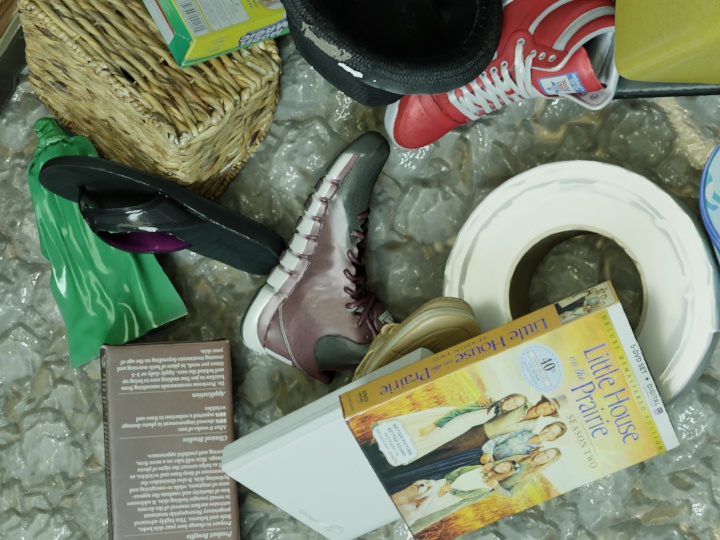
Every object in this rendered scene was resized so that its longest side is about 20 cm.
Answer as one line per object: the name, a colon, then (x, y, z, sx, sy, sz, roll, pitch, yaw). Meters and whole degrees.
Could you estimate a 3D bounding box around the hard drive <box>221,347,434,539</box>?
hard drive: (0.014, 0.133, 1.237, 0.200, 0.132, 0.026, -29, 38, 34)

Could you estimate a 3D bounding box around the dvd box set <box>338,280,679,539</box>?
dvd box set: (0.104, 0.103, 1.158, 0.200, 0.029, 0.146, -23, 126, 6)

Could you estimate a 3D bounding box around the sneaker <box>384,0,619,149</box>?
sneaker: (0.109, -0.138, 1.241, 0.200, 0.071, 0.112, -42, 49, 16)

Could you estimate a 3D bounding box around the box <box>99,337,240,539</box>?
box: (-0.149, 0.155, 1.323, 0.100, 0.075, 0.200, -2, 86, -12)

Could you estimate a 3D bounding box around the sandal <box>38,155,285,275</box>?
sandal: (-0.156, -0.036, 1.311, 0.200, 0.075, 0.048, 21, 62, -7)

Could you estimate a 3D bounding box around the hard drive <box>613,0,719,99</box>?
hard drive: (0.247, -0.228, 1.240, 0.140, 0.033, 0.200, -1, 88, 18)

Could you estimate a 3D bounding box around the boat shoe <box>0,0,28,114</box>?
boat shoe: (-0.300, -0.200, 1.397, 0.068, 0.072, 0.200, 42, 101, 13)

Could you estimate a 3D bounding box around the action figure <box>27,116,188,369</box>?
action figure: (-0.220, -0.034, 1.377, 0.118, 0.055, 0.200, -24, 85, 18)

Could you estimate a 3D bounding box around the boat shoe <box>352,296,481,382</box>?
boat shoe: (0.030, 0.073, 1.242, 0.074, 0.069, 0.200, 14, 138, -17)

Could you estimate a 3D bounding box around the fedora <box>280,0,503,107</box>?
fedora: (0.005, -0.192, 1.225, 0.201, 0.201, 0.092, 53, 145, 12)

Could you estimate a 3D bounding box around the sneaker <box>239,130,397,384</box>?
sneaker: (0.000, 0.000, 1.302, 0.116, 0.076, 0.200, 33, 109, 11)

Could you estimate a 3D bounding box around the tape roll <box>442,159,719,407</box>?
tape roll: (0.165, 0.020, 1.242, 0.202, 0.071, 0.203, -1, 88, 18)

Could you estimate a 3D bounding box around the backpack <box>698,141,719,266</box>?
backpack: (0.330, -0.030, 1.150, 0.183, 0.147, 0.200, -32, 76, 12)

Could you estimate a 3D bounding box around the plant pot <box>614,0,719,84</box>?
plant pot: (0.295, -0.230, 1.100, 0.194, 0.200, 0.196, 1, 88, -16)

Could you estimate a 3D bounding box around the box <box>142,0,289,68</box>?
box: (-0.074, -0.239, 1.293, 0.200, 0.048, 0.117, -23, 78, -27)

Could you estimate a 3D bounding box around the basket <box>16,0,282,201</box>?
basket: (-0.161, -0.163, 1.357, 0.200, 0.149, 0.143, 42, 67, 14)
